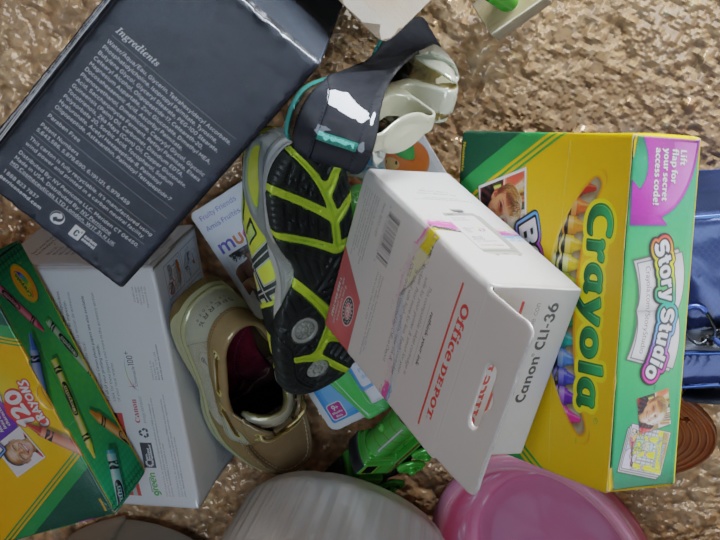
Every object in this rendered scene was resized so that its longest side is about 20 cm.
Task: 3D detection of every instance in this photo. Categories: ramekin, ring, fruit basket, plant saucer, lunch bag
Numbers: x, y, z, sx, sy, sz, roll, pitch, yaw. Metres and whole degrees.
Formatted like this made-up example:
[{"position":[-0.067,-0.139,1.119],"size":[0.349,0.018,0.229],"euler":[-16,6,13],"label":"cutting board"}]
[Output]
[{"position":[-0.021,0.237,1.034],"size":[0.201,0.095,0.203],"euler":[12,143,9],"label":"ramekin"},{"position":[0.161,0.106,0.976],"size":[0.199,0.019,0.201],"euler":[11,151,6],"label":"ring"},{"position":[0.000,0.000,0.963],"size":[0.185,0.094,0.201],"euler":[-29,105,17],"label":"fruit basket"},{"position":[0.149,0.231,1.034],"size":[0.200,0.051,0.202],"euler":[13,113,34],"label":"plant saucer"},{"position":[0.230,0.012,0.879],"size":[0.135,0.200,0.133],"euler":[-3,103,10],"label":"lunch bag"}]

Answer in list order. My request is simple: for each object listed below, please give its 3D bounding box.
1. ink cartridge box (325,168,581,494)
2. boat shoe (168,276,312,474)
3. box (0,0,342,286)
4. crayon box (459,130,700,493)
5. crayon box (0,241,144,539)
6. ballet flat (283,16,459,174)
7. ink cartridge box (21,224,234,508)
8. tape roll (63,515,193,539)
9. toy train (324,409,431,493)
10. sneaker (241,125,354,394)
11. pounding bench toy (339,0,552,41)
[{"position":[0.059,0.032,0.800],"size":[0.067,0.200,0.117],"euler":[2,118,-29],"label":"ink cartridge box"},{"position":[-0.078,0.093,0.977],"size":[0.074,0.066,0.200],"euler":[-42,136,-16],"label":"boat shoe"},{"position":[-0.121,-0.129,0.859],"size":[0.124,0.200,0.197],"euler":[38,112,-12],"label":"box"},{"position":[0.123,0.016,0.813],"size":[0.058,0.172,0.201],"euler":[0,95,-27],"label":"crayon box"},{"position":[-0.257,0.092,0.959],"size":[0.118,0.058,0.201],"euler":[-18,107,24],"label":"crayon box"},{"position":[0.022,-0.110,0.850],"size":[0.073,0.200,0.073],"euler":[11,117,22],"label":"ballet flat"},{"position":[-0.204,0.072,1.015],"size":[0.174,0.084,0.201],"euler":[0,114,16],"label":"ink cartridge box"},{"position":[-0.201,0.327,1.091],"size":[0.201,0.139,0.204],"euler":[4,112,11],"label":"tape roll"},{"position":[0.024,0.130,0.994],"size":[0.056,0.042,0.200],"euler":[1,152,-22],"label":"toy train"},{"position":[-0.040,-0.008,0.900],"size":[0.075,0.076,0.201],"euler":[-15,123,-23],"label":"sneaker"},{"position":[0.045,-0.215,0.828],"size":[0.200,0.156,0.124],"euler":[43,111,-13],"label":"pounding bench toy"}]
